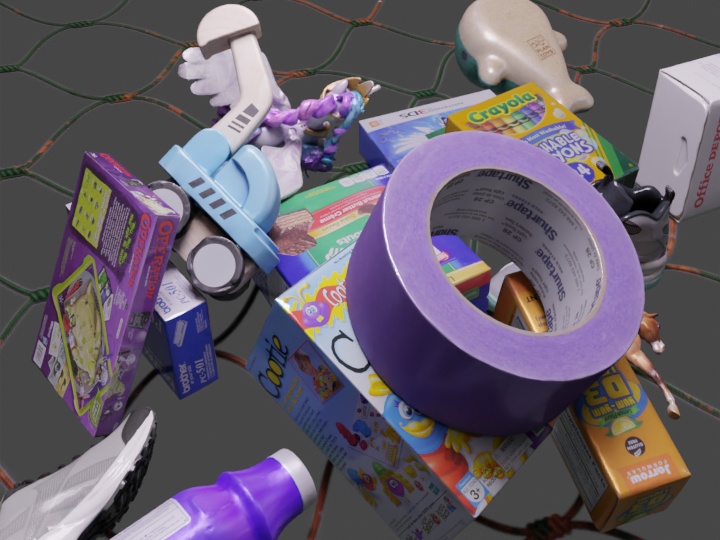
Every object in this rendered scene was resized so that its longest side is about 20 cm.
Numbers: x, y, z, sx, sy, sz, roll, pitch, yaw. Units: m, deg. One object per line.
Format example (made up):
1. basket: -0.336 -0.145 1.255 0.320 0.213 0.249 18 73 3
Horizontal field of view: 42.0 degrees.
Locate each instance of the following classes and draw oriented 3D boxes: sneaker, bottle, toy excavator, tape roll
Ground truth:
1. sneaker: -0.216 0.167 0.679 0.078 0.075 0.201 30 46 8
2. bottle: -0.119 0.196 0.648 0.198 0.085 0.065 -31 48 -30
3. toy excavator: -0.115 -0.102 0.827 0.194 0.100 0.200 45 84 3
4. tape roll: 0.094 0.006 0.663 0.196 0.085 0.203 10 55 -15
5. sneaker: 0.206 -0.036 0.875 0.196 0.142 0.078 -17 42 -20

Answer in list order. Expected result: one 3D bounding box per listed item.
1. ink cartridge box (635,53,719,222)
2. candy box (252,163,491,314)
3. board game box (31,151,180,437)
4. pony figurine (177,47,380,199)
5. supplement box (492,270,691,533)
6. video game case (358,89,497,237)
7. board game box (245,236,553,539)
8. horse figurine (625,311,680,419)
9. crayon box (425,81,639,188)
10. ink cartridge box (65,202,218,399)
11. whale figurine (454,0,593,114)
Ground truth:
1. ink cartridge box: 0.409 -0.157 1.012 0.196 0.150 0.086 -16 41 -19
2. candy box: 0.000 0.000 0.885 0.166 0.078 0.200 -21 45 -20
3. board game box: -0.216 0.019 0.779 0.032 0.203 0.120 2 27 -44
4. pony figurine: -0.093 -0.144 0.969 0.190 0.199 0.170 -15 85 -30
5. supplement box: 0.174 0.092 0.730 0.065 0.069 0.203 -14 59 -14
6. video game case: 0.115 -0.123 1.057 0.178 0.046 0.201 -17 43 -17
7. board game box: 0.024 0.093 0.696 0.200 0.105 0.103 46 53 11
8. horse figurine: 0.184 0.079 0.812 0.195 0.050 0.134 0 47 -4
9. crayon box: 0.175 -0.126 0.984 0.124 0.052 0.200 -24 52 -25
10. ink cartridge box: -0.201 0.018 0.854 0.044 0.095 0.199 -26 46 -27
11. whale figurine: 0.202 -0.254 1.191 0.158 0.104 0.201 -30 73 -32
